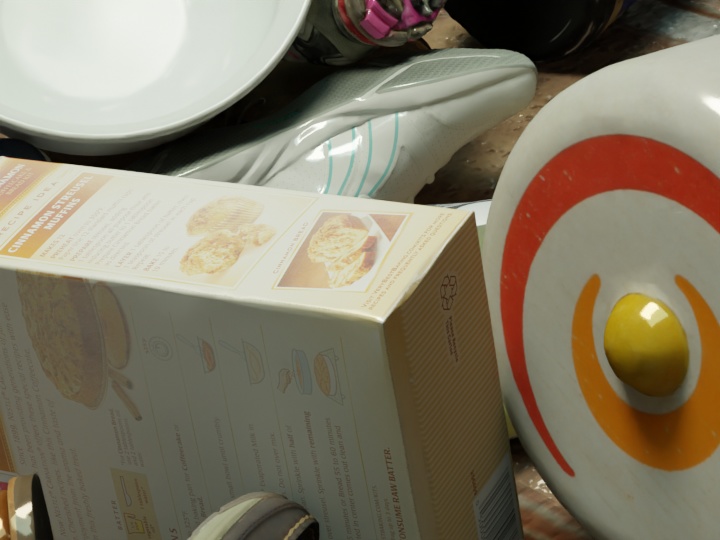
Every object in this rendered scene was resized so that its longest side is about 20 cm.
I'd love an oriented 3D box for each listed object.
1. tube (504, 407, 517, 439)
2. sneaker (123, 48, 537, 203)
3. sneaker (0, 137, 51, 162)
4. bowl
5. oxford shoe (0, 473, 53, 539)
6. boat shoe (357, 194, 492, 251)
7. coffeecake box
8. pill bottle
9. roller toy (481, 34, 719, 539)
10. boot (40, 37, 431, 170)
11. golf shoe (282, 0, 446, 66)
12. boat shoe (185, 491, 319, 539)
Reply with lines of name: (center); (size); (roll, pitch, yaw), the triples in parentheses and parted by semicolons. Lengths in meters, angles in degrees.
tube: (0.097, 0.025, 0.980); (0.199, 0.052, 0.058); (-18, 72, -20)
sneaker: (-0.009, -0.041, 1.088); (0.199, 0.081, 0.070); (-24, 18, -12)
sneaker: (-0.219, -0.024, 0.997); (0.199, 0.085, 0.075); (-20, 49, -17)
bowl: (-0.120, -0.128, 1.098); (0.199, 0.091, 0.203); (3, 65, -6)
oxford shoe: (-0.128, 0.120, 0.773); (0.071, 0.200, 0.072); (-1, 64, -15)
boat shoe: (0.000, 0.000, 1.024); (0.199, 0.072, 0.068); (-18, 45, 3)
coffeecake box: (-0.052, 0.051, 0.882); (0.199, 0.154, 0.073); (8, 35, 28)
pill bottle: (0.127, -0.199, 1.266); (0.111, 0.113, 0.200); (13, 39, 35)
roller toy: (0.136, 0.014, 0.836); (0.139, 0.202, 0.182); (-17, 12, -38)
boot: (-0.058, -0.074, 1.154); (0.198, 0.074, 0.076); (-10, 19, -1)
golf shoe: (0.012, -0.181, 1.150); (0.092, 0.073, 0.201); (-13, 41, 47)
boat shoe: (-0.050, 0.163, 0.779); (0.073, 0.075, 0.201); (18, 57, 13)
